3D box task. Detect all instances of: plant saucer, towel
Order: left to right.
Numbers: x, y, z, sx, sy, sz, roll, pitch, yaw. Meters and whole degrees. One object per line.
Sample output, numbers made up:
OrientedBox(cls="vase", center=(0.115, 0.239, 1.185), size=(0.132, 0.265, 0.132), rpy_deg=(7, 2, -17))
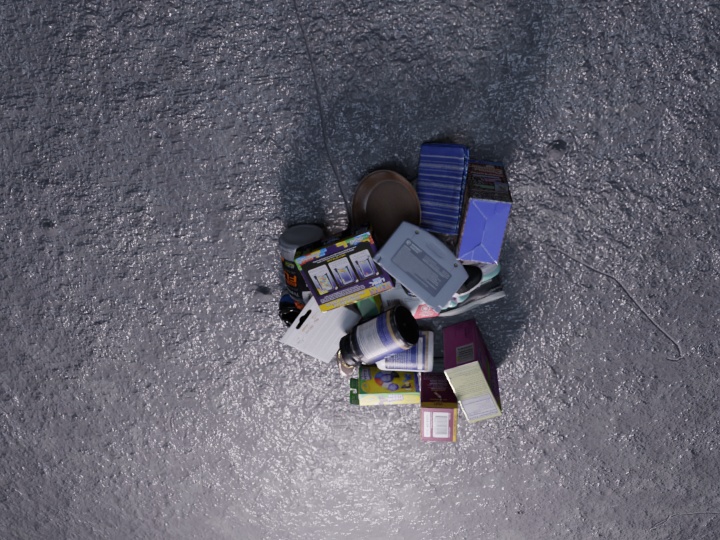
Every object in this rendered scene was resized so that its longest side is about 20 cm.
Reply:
OrientedBox(cls="plant saucer", center=(0.067, -0.139, 1.588), size=(0.198, 0.036, 0.204), rpy_deg=(8, 103, 35))
OrientedBox(cls="towel", center=(0.179, -0.189, 1.523), size=(0.024, 0.144, 0.203), rpy_deg=(-1, 100, -42))

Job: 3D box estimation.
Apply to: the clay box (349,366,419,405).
OrientedBox(cls="clay box", center=(0.066, 0.325, 1.891), size=(0.197, 0.115, 0.048), rpy_deg=(-2, 122, 0))

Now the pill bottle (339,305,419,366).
OrientedBox(cls="pill bottle", center=(0.044, 0.175, 1.719), size=(0.199, 0.113, 0.112), rpy_deg=(-28, 116, 32))

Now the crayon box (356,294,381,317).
OrientedBox(cls="crayon box", center=(0.000, 0.000, 1.696), size=(0.050, 0.128, 0.202), rpy_deg=(-14, 119, 15))

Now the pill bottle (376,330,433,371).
OrientedBox(cls="pill bottle", center=(0.102, 0.219, 1.832), size=(0.197, 0.112, 0.112), rpy_deg=(2, 123, 5))

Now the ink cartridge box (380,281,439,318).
OrientedBox(cls="ink cartridge box", center=(0.120, 0.022, 1.721), size=(0.142, 0.084, 0.202), rpy_deg=(-8, 123, 12))

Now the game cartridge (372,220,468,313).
OrientedBox(cls="game cartridge", center=(0.143, -0.014, 1.521), size=(0.199, 0.042, 0.134), rpy_deg=(40, 91, -5))

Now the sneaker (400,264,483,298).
OrientedBox(cls="sneaker", center=(0.194, 0.027, 1.592), size=(0.197, 0.112, 0.074), rpy_deg=(-12, 79, 12))

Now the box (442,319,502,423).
OrientedBox(cls="box", center=(0.302, 0.272, 1.805), size=(0.095, 0.177, 0.202), rpy_deg=(-18, 119, 17))

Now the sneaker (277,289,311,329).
OrientedBox(cls="sneaker", center=(-0.130, 0.129, 1.801), size=(0.198, 0.112, 0.077), rpy_deg=(24, 122, -10))

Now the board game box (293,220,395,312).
OrientedBox(cls="board game box", center=(-0.035, -0.006, 1.587), size=(0.197, 0.057, 0.167), rpy_deg=(-18, 119, 14))

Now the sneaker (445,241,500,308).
OrientedBox(cls="sneaker", center=(0.243, -0.007, 1.678), size=(0.199, 0.078, 0.141), rpy_deg=(-38, 106, -7))

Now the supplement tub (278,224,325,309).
OrientedBox(cls="supplement tub", center=(-0.138, -0.006, 1.709), size=(0.120, 0.123, 0.202), rpy_deg=(-3, 122, 8))

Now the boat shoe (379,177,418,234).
OrientedBox(cls="boat shoe", center=(0.110, -0.144, 1.623), size=(0.071, 0.070, 0.200), rpy_deg=(37, 119, -17))

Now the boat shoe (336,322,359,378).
OrientedBox(cls="boat shoe", center=(-0.031, 0.237, 1.885), size=(0.071, 0.060, 0.202), rpy_deg=(10, 127, -2))

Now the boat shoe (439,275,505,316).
OrientedBox(cls="boat shoe", center=(0.285, 0.070, 1.747), size=(0.199, 0.073, 0.061), rpy_deg=(-26, 76, 39))

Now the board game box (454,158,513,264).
OrientedBox(cls="board game box", center=(0.276, -0.139, 1.530), size=(0.095, 0.201, 0.161), rpy_deg=(7, 123, 0))

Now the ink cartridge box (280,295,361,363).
OrientedBox(cls="ink cartridge box", center=(-0.107, 0.141, 1.742), size=(0.199, 0.057, 0.163), rpy_deg=(33, 96, -42))

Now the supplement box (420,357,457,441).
OrientedBox(cls="supplement box", center=(0.217, 0.355, 1.853), size=(0.101, 0.201, 0.133), rpy_deg=(0, 123, 7))
